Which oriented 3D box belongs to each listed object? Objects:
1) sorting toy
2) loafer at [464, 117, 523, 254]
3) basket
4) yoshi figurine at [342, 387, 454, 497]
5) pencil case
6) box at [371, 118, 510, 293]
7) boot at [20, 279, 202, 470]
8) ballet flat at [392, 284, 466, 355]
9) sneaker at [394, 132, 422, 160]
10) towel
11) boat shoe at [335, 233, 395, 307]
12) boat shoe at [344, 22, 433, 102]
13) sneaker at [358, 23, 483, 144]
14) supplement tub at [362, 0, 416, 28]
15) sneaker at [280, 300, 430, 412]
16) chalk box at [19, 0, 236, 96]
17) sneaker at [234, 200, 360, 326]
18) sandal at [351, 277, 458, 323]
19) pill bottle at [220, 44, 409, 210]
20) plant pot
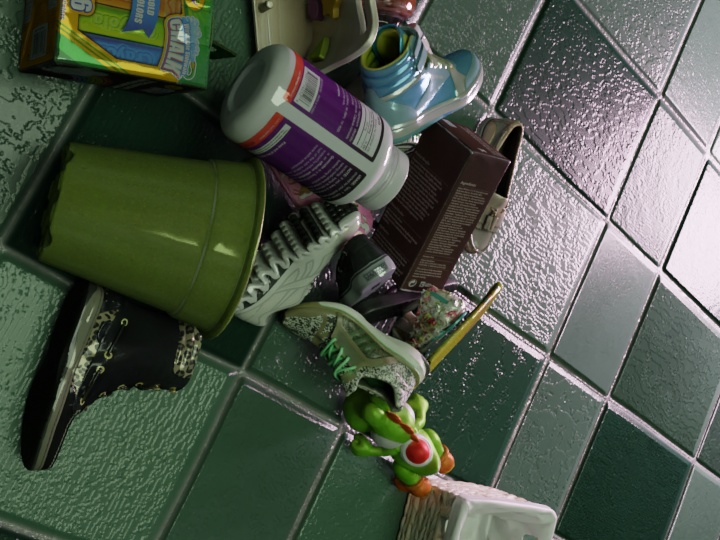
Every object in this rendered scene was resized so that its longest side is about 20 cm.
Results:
[{"bbox_3d":[-0.044,-0.302,0.963,0.107,0.180,0.201,-11,103,-34],"label":"sorting toy"},{"bbox_3d":[0.186,-0.121,1.223,0.072,0.063,0.201,11,89,-37],"label":"loafer"},{"bbox_3d":[0.163,0.382,1.233,0.200,0.123,0.136,18,86,-35],"label":"basket"},{"bbox_3d":[0.042,0.217,1.157,0.113,0.112,0.200,-86,152,-43],"label":"yoshi figurine"},{"bbox_3d":[-0.059,-0.114,1.037,0.200,0.086,0.083,57,21,-27],"label":"pencil case"},{"bbox_3d":[0.094,-0.080,1.083,0.075,0.100,0.200,6,121,-36],"label":"box"},{"bbox_3d":[-0.265,0.125,0.923,0.154,0.073,0.204,21,85,-39],"label":"boot"},{"bbox_3d":[0.078,0.077,1.124,0.064,0.200,0.076,41,54,7],"label":"ballet flat"},{"bbox_3d":[0.058,-0.143,1.119,0.200,0.078,0.085,-3,98,-36],"label":"sneaker"},{"bbox_3d":[0.128,0.089,1.175,0.018,0.086,0.200,39,47,12],"label":"towel"},{"bbox_3d":[0.000,0.000,1.042,0.069,0.200,0.057,-34,85,-12],"label":"boat shoe"},{"bbox_3d":[0.031,-0.228,1.098,0.070,0.071,0.200,48,62,-27],"label":"boat shoe"},{"bbox_3d":[0.076,-0.250,1.029,0.200,0.079,0.131,-41,136,-32],"label":"sneaker"},{"bbox_3d":[0.018,-0.373,1.044,0.107,0.107,0.201,-1,96,-36],"label":"supplement tub"},{"bbox_3d":[-0.012,0.108,1.054,0.200,0.077,0.089,27,48,-4],"label":"sneaker"},{"bbox_3d":[-0.226,-0.250,0.873,0.200,0.125,0.124,2,95,-37],"label":"chalk box"},{"bbox_3d":[-0.077,-0.008,1.013,0.200,0.075,0.081,-36,131,10],"label":"sneaker"},{"bbox_3d":[0.057,0.028,1.144,0.200,0.075,0.048,-11,68,-44],"label":"sandal"},{"bbox_3d":[-0.044,-0.146,0.926,0.200,0.112,0.113,32,77,-32],"label":"pill bottle"},{"bbox_3d":[-0.222,-0.046,0.880,0.190,0.200,0.201,15,87,-23],"label":"plant pot"}]
